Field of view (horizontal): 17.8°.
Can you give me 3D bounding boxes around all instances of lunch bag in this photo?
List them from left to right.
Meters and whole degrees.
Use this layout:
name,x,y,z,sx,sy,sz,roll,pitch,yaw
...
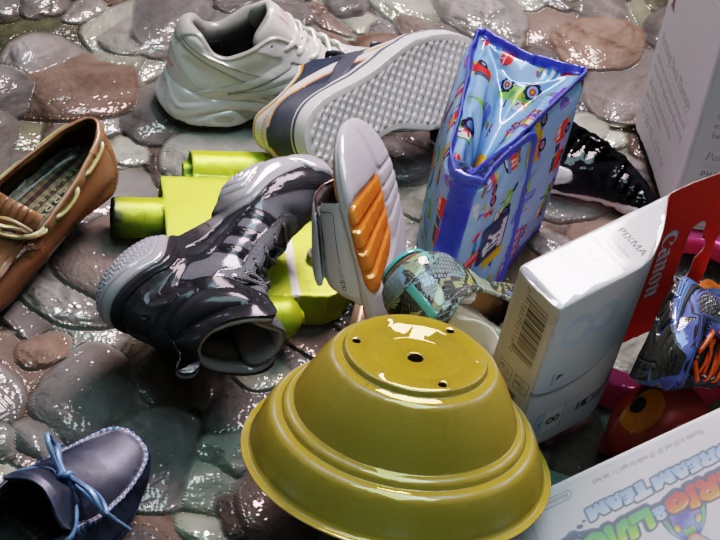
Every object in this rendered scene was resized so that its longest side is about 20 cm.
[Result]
name,x,y,z,sx,sy,sz,roll,pitch,yaw
lunch bag,0.079,-0.053,1.645,0.094,0.151,0.200,21,39,8

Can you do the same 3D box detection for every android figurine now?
name,x,y,z,sx,sy,sz,roll,pitch,yaw
android figurine,-0.081,-0.017,1.665,0.199,0.041,0.183,1,45,-10

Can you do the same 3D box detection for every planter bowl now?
name,x,y,z,sx,sy,sz,roll,pitch,yaw
planter bowl,0.029,0.085,1.433,0.199,0.084,0.201,8,29,-4

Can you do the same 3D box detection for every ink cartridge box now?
name,x,y,z,sx,sy,sz,roll,pitch,yaw
ink cartridge box,0.179,0.028,1.551,0.199,0.161,0.047,-23,56,-28

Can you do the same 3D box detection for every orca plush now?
name,x,y,z,sx,sy,sz,roll,pitch,yaw
orca plush,0.152,-0.094,1.773,0.200,0.071,0.105,33,47,19

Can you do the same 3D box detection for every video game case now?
name,x,y,z,sx,sy,sz,roll,pitch,yaw
video game case,0.194,0.192,1.424,0.199,0.024,0.183,-26,57,15

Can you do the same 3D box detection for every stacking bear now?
name,x,y,z,sx,sy,sz,roll,pitch,yaw
stacking bear,0.236,0.146,1.526,0.121,0.114,0.200,-46,46,3

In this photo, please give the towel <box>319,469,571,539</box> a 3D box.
name,x,y,z,sx,sy,sz,roll,pitch,yaw
towel,0.047,0.188,1.501,0.146,0.022,0.200,20,46,9

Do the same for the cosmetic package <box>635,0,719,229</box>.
name,x,y,z,sx,sy,sz,roll,pitch,yaw
cosmetic package,0.322,-0.150,1.754,0.165,0.201,0.168,7,31,-8

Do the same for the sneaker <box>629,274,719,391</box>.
name,x,y,z,sx,sy,sz,roll,pitch,yaw
sneaker,0.241,0.048,1.549,0.078,0.076,0.200,26,16,18

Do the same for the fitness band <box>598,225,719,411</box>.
name,x,y,z,sx,sy,sz,roll,pitch,yaw
fitness band,0.228,0.035,1.686,0.199,0.038,0.144,-23,55,-30

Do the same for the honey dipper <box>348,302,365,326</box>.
name,x,y,z,sx,sy,sz,roll,pitch,yaw
honey dipper,-0.007,0.053,1.589,0.038,0.038,0.201,14,53,1

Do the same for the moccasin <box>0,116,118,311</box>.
name,x,y,z,sx,sy,sz,roll,pitch,yaw
moccasin,-0.245,-0.032,1.603,0.074,0.078,0.201,35,60,26

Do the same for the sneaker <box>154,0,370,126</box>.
name,x,y,z,sx,sy,sz,roll,pitch,yaw
sneaker,-0.055,-0.161,1.773,0.199,0.100,0.078,-2,45,-15

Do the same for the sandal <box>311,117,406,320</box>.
name,x,y,z,sx,sy,sz,roll,pitch,yaw
sandal,-0.003,0.003,1.559,0.059,0.208,0.079,-7,12,26

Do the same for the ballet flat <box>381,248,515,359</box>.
name,x,y,z,sx,sy,sz,roll,pitch,yaw
ballet flat,0.082,0.042,1.569,0.074,0.074,0.200,48,16,31

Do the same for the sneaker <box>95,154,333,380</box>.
name,x,y,z,sx,sy,sz,roll,pitch,yaw
sneaker,-0.074,0.004,1.568,0.200,0.076,0.114,-33,58,-26

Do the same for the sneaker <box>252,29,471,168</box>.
name,x,y,z,sx,sy,sz,roll,pitch,yaw
sneaker,0.004,-0.135,1.740,0.199,0.079,0.079,-24,23,-39

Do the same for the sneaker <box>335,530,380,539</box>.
name,x,y,z,sx,sy,sz,roll,pitch,yaw
sneaker,0.010,0.157,1.465,0.070,0.078,0.200,6,29,-5

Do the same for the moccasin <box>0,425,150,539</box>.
name,x,y,z,sx,sy,sz,roll,pitch,yaw
moccasin,-0.198,0.158,1.438,0.080,0.068,0.200,29,46,17
